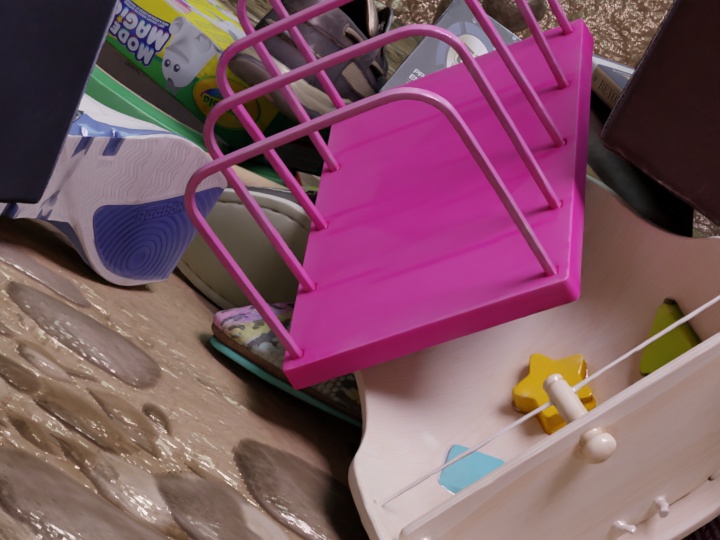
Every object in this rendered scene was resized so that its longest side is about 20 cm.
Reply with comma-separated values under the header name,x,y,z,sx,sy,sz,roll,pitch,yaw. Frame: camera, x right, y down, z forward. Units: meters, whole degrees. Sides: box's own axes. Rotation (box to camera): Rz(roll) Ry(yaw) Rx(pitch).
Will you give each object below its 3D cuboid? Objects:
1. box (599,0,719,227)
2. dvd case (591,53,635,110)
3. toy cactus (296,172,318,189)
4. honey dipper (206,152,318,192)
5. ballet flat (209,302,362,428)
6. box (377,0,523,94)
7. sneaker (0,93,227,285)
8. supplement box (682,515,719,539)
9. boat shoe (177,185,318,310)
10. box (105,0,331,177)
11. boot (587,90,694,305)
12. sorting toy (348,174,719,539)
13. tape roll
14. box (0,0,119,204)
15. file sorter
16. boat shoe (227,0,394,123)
name,x,y,z,sx,sy,sz,roll,pitch,yaw
box,0.249,-0.075,0.970,0.200,0.164,0.166,37,25,23
dvd case,0.205,-0.045,1.108,0.148,0.016,0.200,15,21,-28
toy cactus,0.051,-0.052,1.455,0.165,0.200,0.102,67,-21,-8
honey dipper,-0.108,-0.069,1.173,0.200,0.038,0.038,22,9,7
ballet flat,0.027,0.057,1.067,0.200,0.071,0.069,34,10,-4
box,0.072,-0.034,1.287,0.164,0.086,0.200,37,-28,5
sneaker,-0.157,-0.067,1.021,0.199,0.081,0.115,19,22,-52
supplement box,0.211,0.117,1.021,0.086,0.200,0.110,33,11,-9
boat shoe,0.000,0.000,1.123,0.201,0.072,0.061,19,28,16
box,-0.101,-0.134,1.324,0.200,0.048,0.117,42,13,21
boot,0.150,-0.030,1.117,0.200,0.072,0.166,36,37,15
sorting toy,0.079,0.040,0.988,0.180,0.200,0.107,59,0,40
tape roll,-0.131,-0.091,1.296,0.200,0.048,0.200,34,10,-7
box,-0.227,-0.125,0.837,0.200,0.118,0.197,1,32,-45
file sorter,0.014,-0.074,1.012,0.126,0.139,0.200,57,26,-32
boat shoe,-0.010,-0.125,1.253,0.074,0.073,0.200,38,12,3
